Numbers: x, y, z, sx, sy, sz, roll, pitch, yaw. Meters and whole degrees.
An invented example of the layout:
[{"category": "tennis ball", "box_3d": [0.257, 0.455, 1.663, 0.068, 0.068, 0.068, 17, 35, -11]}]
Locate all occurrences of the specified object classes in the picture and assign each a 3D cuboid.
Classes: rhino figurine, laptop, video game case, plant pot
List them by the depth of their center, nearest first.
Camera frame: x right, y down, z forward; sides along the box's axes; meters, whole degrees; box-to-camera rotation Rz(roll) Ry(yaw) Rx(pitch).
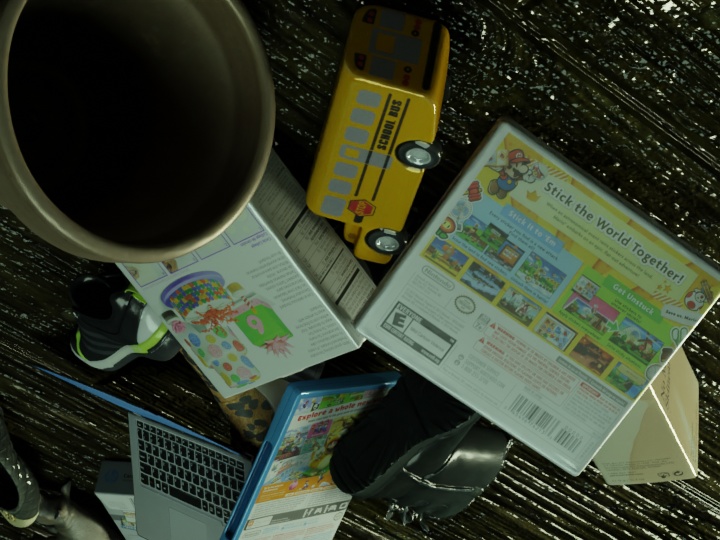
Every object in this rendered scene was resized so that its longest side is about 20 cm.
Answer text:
[{"category": "plant pot", "box_3d": [-0.179, -0.101, 1.121, 0.199, 0.202, 0.174, 31, 160, -29]}, {"category": "video game case", "box_3d": [0.125, 0.021, 1.218, 0.199, 0.023, 0.183, 33, 105, -10]}, {"category": "video game case", "box_3d": [-0.047, 0.177, 1.475, 0.142, 0.018, 0.201, -2, 123, -51]}, {"category": "laptop", "box_3d": [-0.189, 0.180, 1.534, 0.115, 0.202, 0.186, -15, -160, -40]}, {"category": "rhino figurine", "box_3d": [-0.298, 0.277, 1.830, 0.087, 0.060, 0.201, -4, 138, 29]}]

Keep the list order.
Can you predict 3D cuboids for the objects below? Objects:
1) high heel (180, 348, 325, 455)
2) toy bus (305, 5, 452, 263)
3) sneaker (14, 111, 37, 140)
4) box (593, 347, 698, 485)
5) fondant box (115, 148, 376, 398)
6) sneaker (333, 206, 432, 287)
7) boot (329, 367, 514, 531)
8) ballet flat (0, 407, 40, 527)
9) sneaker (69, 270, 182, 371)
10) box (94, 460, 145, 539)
[{"category": "high heel", "box_3d": [-0.122, 0.091, 1.500, 0.142, 0.072, 0.200, 26, 147, -6]}, {"category": "toy bus", "box_3d": [0.012, -0.086, 1.177, 0.077, 0.066, 0.201, 13, 147, -4]}, {"category": "sneaker", "box_3d": [-0.300, -0.079, 1.265, 0.110, 0.078, 0.199, 16, 158, -28]}, {"category": "box", "box_3d": [0.201, 0.078, 1.352, 0.077, 0.096, 0.200, -7, 145, 22]}, {"category": "fondant box", "box_3d": [-0.097, -0.015, 1.260, 0.144, 0.058, 0.201, -22, 113, 38]}, {"category": "sneaker", "box_3d": [0.000, 0.000, 1.322, 0.199, 0.073, 0.072, -17, 164, 32]}, {"category": "boot", "box_3d": [0.080, 0.141, 1.491, 0.198, 0.074, 0.162, -42, 147, 17]}, {"category": "ballet flat", "box_3d": [-0.360, 0.193, 1.704, 0.066, 0.057, 0.201, 14, 143, 20]}, {"category": "sneaker", "box_3d": [-0.195, 0.026, 1.386, 0.083, 0.072, 0.199, 37, 156, -22]}, {"category": "box", "box_3d": [-0.168, 0.261, 1.786, 0.154, 0.042, 0.201, 2, 146, 14]}]
